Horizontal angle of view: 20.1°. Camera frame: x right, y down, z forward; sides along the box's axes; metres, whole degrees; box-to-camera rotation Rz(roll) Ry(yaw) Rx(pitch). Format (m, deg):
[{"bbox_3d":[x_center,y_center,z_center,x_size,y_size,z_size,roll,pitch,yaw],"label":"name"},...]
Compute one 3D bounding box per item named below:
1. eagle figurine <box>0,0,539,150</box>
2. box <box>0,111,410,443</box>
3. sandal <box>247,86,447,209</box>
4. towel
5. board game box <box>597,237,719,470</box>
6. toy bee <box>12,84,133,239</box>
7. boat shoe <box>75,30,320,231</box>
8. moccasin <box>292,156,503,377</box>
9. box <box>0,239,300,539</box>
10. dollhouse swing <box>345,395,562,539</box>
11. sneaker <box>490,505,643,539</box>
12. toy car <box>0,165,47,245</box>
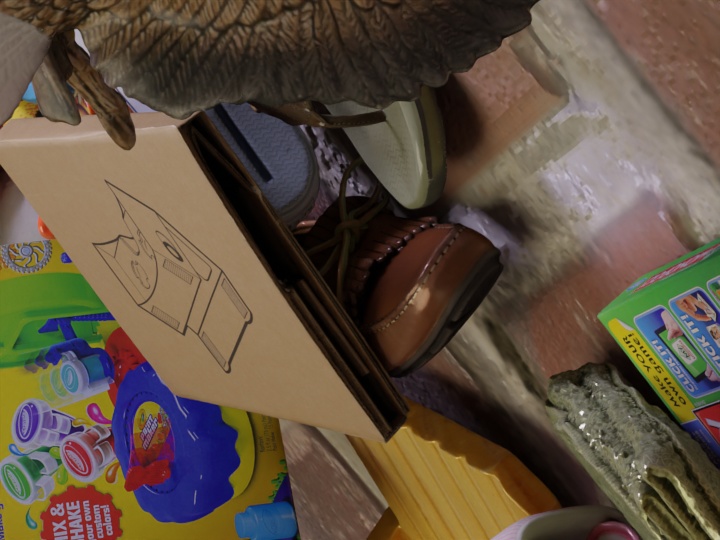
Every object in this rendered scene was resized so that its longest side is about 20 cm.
[{"bbox_3d":[-0.056,-0.124,0.659,0.199,0.151,0.152,-13,73,36],"label":"eagle figurine"},{"bbox_3d":[-0.077,-0.001,0.902,0.164,0.021,0.200,56,156,-21],"label":"box"},{"bbox_3d":[-0.038,-0.098,0.834,0.201,0.057,0.080,48,159,11],"label":"sandal"},{"bbox_3d":[0.133,0.105,0.761,0.149,0.036,0.200,52,180,-7],"label":"towel"},{"bbox_3d":[0.177,0.074,0.707,0.200,0.029,0.135,52,159,0],"label":"board game box"},{"bbox_3d":[-0.152,-0.076,1.007,0.130,0.109,0.200,14,-162,-31],"label":"toy bee"},{"bbox_3d":[-0.087,-0.096,0.899,0.201,0.073,0.067,62,170,9],"label":"boat shoe"},{"bbox_3d":[0.001,-0.001,0.899,0.078,0.074,0.201,44,171,-14],"label":"moccasin"},{"bbox_3d":[-0.143,0.097,1.073,0.122,0.192,0.201,107,153,-64],"label":"box"},{"bbox_3d":[0.031,0.184,1.013,0.176,0.182,0.200,42,169,-38],"label":"dollhouse swing"},{"bbox_3d":[0.114,0.166,0.880,0.200,0.105,0.076,26,-147,-28],"label":"sneaker"},{"bbox_3d":[-0.190,-0.032,1.168,0.199,0.185,0.177,21,157,-1],"label":"toy car"}]
